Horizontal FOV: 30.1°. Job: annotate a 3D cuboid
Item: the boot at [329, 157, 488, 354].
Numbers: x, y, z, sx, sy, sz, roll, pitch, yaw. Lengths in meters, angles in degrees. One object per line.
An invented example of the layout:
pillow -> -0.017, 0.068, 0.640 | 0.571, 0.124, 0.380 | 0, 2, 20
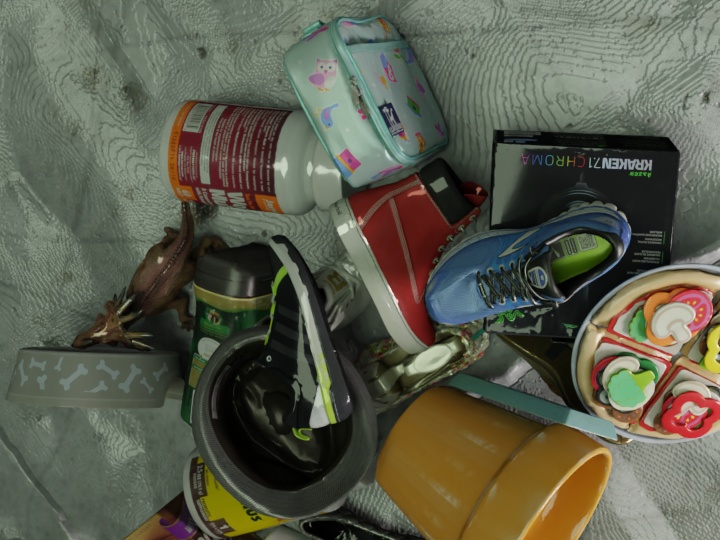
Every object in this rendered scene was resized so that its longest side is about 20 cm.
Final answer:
boot -> 0.072, -0.013, 1.308 | 0.144, 0.072, 0.200 | -24, 127, 4

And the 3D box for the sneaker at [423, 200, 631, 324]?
sneaker -> 0.148, -0.003, 1.209 | 0.200, 0.089, 0.079 | -24, 99, 12

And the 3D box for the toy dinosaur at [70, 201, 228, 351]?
toy dinosaur -> -0.220, 0.014, 1.448 | 0.086, 0.136, 0.200 | 33, 111, 9

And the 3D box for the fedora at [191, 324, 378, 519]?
fedora -> -0.076, 0.154, 1.365 | 0.177, 0.090, 0.200 | -44, 80, -4

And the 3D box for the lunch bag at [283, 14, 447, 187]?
lunch bag -> 0.009, -0.169, 1.286 | 0.077, 0.200, 0.161 | -23, 93, 20

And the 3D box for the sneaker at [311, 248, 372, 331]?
sneaker -> 0.000, 0.000, 1.378 | 0.074, 0.116, 0.200 | 42, 112, 8

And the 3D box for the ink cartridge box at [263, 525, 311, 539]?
ink cartridge box -> -0.083, 0.353, 1.448 | 0.109, 0.200, 0.050 | 20, 109, 14

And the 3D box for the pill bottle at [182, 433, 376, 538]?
pill bottle -> -0.087, 0.222, 1.467 | 0.200, 0.109, 0.109 | -19, 96, 23

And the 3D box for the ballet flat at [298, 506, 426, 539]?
ballet flat -> 0.022, 0.316, 1.480 | 0.200, 0.057, 0.067 | 22, 110, 13

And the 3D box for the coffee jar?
coffee jar -> -0.136, 0.072, 1.449 | 0.085, 0.104, 0.200 | 18, 109, 30

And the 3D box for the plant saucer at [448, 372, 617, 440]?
plant saucer -> 0.168, 0.131, 1.319 | 0.070, 0.200, 0.019 | 18, 89, -29

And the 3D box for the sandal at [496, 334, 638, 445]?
sandal -> 0.210, 0.097, 1.356 | 0.080, 0.054, 0.200 | -41, 68, -18

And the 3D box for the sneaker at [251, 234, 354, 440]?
sneaker -> -0.071, 0.065, 1.297 | 0.083, 0.072, 0.200 | -19, 80, 2

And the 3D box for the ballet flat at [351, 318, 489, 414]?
ballet flat -> 0.046, 0.101, 1.414 | 0.200, 0.064, 0.076 | -34, 92, 24

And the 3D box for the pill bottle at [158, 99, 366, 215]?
pill bottle -> -0.098, -0.115, 1.387 | 0.200, 0.110, 0.110 | 8, 106, 18

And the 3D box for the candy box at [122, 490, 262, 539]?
candy box -> -0.192, 0.318, 1.479 | 0.117, 0.200, 0.056 | 42, 110, 6

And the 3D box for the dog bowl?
dog bowl -> -0.287, 0.116, 1.472 | 0.200, 0.200, 0.059 | 2, 88, 19

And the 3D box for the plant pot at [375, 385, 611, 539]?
plant pot -> 0.123, 0.216, 1.359 | 0.183, 0.200, 0.200 | 33, 113, 26

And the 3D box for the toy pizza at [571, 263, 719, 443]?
toy pizza -> 0.298, 0.085, 1.250 | 0.200, 0.032, 0.200 | -1, 119, -2

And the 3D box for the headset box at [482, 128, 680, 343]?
headset box -> 0.208, -0.028, 1.290 | 0.174, 0.093, 0.200 | 4, 105, 5
